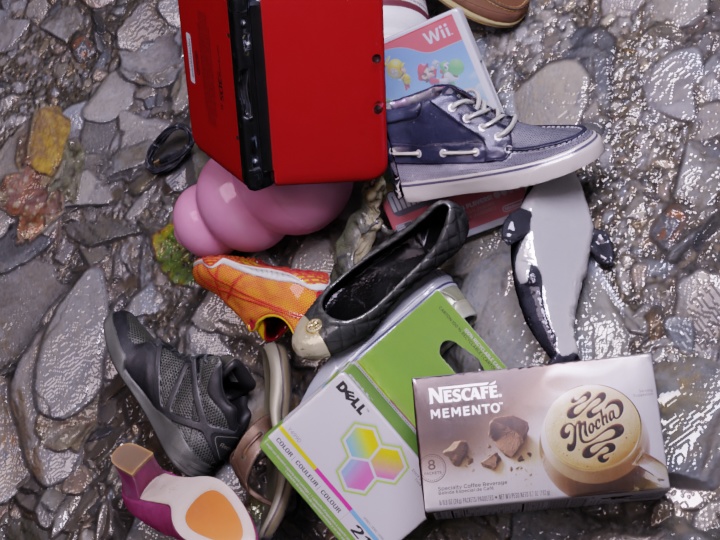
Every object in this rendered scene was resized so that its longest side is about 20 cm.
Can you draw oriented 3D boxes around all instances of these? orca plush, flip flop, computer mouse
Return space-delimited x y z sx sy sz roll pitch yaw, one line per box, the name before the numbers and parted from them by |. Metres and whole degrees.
orca plush | 0.172 0.007 1.380 0.105 0.071 0.201 -8 73 -21
flip flop | -0.094 0.162 1.441 0.057 0.081 0.201 4 66 -13
computer mouse | -0.146 -0.143 1.626 0.199 0.034 0.059 -15 83 30

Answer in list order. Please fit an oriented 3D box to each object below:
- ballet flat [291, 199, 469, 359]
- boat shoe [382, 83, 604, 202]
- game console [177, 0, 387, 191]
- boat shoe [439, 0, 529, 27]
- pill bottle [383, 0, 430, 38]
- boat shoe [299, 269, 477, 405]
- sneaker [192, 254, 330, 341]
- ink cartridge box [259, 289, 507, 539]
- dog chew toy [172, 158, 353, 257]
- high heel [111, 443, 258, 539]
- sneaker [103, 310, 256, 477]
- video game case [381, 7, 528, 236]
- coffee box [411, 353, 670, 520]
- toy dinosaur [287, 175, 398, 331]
ballet flat | 0.013 0.004 1.390 0.200 0.057 0.066 -41 57 -1
boat shoe | 0.110 -0.123 1.367 0.199 0.075 0.093 -10 110 21
game console | -0.072 -0.185 1.381 0.118 0.201 0.172 -21 36 -27
boat shoe | 0.084 -0.313 1.474 0.200 0.068 0.072 41 55 -1
pill bottle | 0.009 -0.264 1.526 0.114 0.114 0.201 -19 64 23
boat shoe | 0.022 0.086 1.416 0.200 0.072 0.062 -48 60 5
sneaker | -0.106 0.026 1.495 0.200 0.073 0.078 15 99 53
ink cartridge box | 0.036 0.137 1.350 0.200 0.076 0.148 -42 88 11
dog chew toy | -0.105 -0.076 1.524 0.200 0.124 0.125 -27 60 28
high heel | -0.158 0.238 1.446 0.200 0.096 0.067 21 54 36
sneaker | -0.173 0.098 1.523 0.114 0.076 0.200 -42 60 8
video game case | 0.067 -0.125 1.433 0.143 0.017 0.201 -20 98 23
coffee box | 0.146 0.139 1.272 0.199 0.080 0.114 -5 75 4
toy dinosaur | 0.000 0.000 1.463 0.088 0.047 0.200 41 117 27
